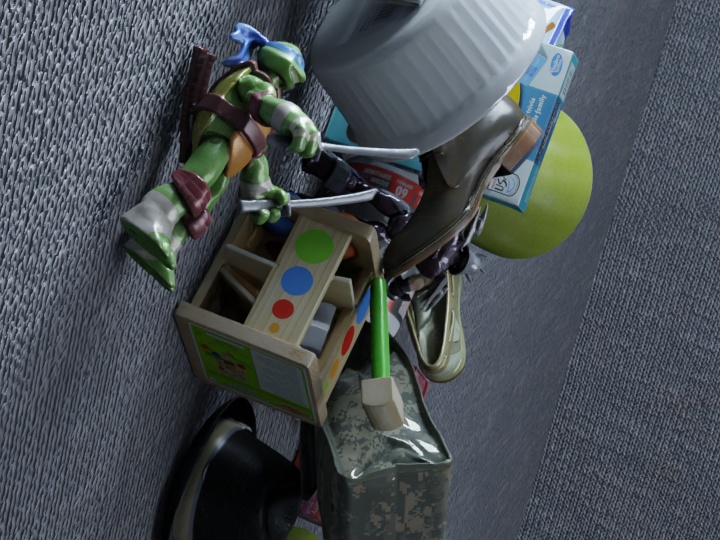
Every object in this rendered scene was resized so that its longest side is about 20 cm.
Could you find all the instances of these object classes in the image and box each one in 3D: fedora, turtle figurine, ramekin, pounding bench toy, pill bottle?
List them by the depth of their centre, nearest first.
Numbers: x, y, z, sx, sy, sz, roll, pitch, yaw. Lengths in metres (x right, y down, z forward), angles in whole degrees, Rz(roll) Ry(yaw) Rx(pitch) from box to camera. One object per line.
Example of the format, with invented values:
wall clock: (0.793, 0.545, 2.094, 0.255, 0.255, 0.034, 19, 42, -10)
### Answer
turtle figurine: (-0.072, -0.060, 1.352, 0.194, 0.144, 0.200, -47, 116, -15)
pounding bench toy: (-0.028, 0.034, 1.570, 0.125, 0.198, 0.157, 81, 33, -61)
ramekin: (0.052, -0.198, 1.583, 0.098, 0.199, 0.201, 48, 53, -27)
fedora: (-0.108, 0.217, 1.720, 0.200, 0.091, 0.202, 20, 90, -75)
pill bottle: (0.000, 0.000, 1.794, 0.116, 0.115, 0.201, 66, 45, -69)

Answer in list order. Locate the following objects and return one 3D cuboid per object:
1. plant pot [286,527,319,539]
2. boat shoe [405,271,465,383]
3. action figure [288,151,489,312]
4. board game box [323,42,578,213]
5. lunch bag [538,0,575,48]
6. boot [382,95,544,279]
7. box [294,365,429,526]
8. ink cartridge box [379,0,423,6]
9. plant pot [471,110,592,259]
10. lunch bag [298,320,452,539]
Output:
plant pot: (-0.087, 0.346, 1.827, 0.200, 0.185, 0.189, -74, 176, -63)
boat shoe: (0.074, 0.023, 2.063, 0.063, 0.072, 0.203, 47, 36, -67)
action figure: (0.030, -0.044, 1.684, 0.131, 0.199, 0.069, -63, -168, 3)
board game box: (0.084, -0.159, 1.730, 0.047, 0.198, 0.152, 27, 83, -76)
lunch bag: (0.097, -0.180, 1.818, 0.124, 0.169, 0.201, 87, 25, -59)
boot: (0.065, -0.088, 1.614, 0.200, 0.097, 0.075, -47, -167, -21)
box: (-0.005, 0.192, 2.062, 0.100, 0.095, 0.201, 54, 57, -71)
ink cartridge box: (0.041, -0.338, 1.518, 0.201, 0.087, 0.146, -58, 148, -32)
plant pot: (0.138, -0.112, 2.078, 0.199, 0.186, 0.189, 5, 105, -60)
lunch bag: (0.005, 0.166, 1.671, 0.201, 0.116, 0.165, -111, -163, -48)
